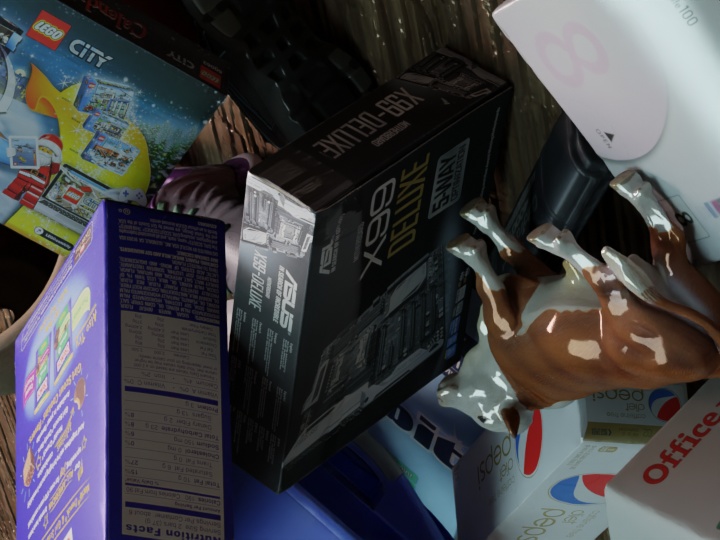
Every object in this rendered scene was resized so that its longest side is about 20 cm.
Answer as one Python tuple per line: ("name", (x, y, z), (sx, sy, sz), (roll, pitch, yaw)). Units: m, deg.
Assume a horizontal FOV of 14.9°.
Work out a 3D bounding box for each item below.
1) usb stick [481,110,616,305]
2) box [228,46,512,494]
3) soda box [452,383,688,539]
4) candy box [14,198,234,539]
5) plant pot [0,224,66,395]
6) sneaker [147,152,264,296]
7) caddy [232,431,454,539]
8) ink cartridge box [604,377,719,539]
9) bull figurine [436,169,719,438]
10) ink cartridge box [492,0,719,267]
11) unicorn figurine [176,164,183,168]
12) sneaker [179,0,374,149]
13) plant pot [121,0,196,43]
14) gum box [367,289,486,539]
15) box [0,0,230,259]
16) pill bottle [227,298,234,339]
("usb stick", (0.099, -0.027, 1.437), (0.033, 0.056, 0.200), (4, 152, -11))
("box", (0.000, 0.000, 1.453), (0.050, 0.158, 0.200), (33, 136, 25))
("soda box", (0.115, 0.104, 1.533), (0.200, 0.068, 0.064), (124, 145, -59))
("candy box", (-0.127, 0.092, 1.456), (0.077, 0.201, 0.169), (9, 149, -20))
("plant pot", (-0.267, 0.005, 1.889), (0.200, 0.200, 0.175), (36, 170, 21))
("sneaker", (-0.085, -0.012, 1.587), (0.200, 0.087, 0.075), (-122, 31, -69))
("caddy", (-0.026, 0.133, 1.554), (0.200, 0.105, 0.141), (40, -168, 7))
("ink cartridge box", (0.238, 0.125, 1.331), (0.200, 0.146, 0.084), (25, 144, 35))
("bull figurine", (0.102, 0.022, 1.380), (0.200, 0.065, 0.122), (-13, 117, 48))
("ink cartridge box", (0.167, -0.090, 1.259), (0.163, 0.057, 0.200), (52, 157, -9))
("unicorn figurine", (-0.157, -0.061, 1.720), (0.074, 0.137, 0.200), (-54, 50, 23))
("sneaker", (-0.068, -0.137, 1.504), (0.079, 0.075, 0.200), (6, 131, 55))
("plant pot", (-0.186, -0.161, 1.539), (0.200, 0.200, 0.178), (31, 139, 28))
("gum box", (0.021, 0.057, 1.664), (0.170, 0.045, 0.200), (40, 153, 15))
("box", (-0.188, -0.099, 1.454), (0.200, 0.038, 0.137), (29, 119, -18))
("pill bottle", (-0.054, 0.126, 1.693), (0.112, 0.112, 0.200), (-2, 125, 56))
